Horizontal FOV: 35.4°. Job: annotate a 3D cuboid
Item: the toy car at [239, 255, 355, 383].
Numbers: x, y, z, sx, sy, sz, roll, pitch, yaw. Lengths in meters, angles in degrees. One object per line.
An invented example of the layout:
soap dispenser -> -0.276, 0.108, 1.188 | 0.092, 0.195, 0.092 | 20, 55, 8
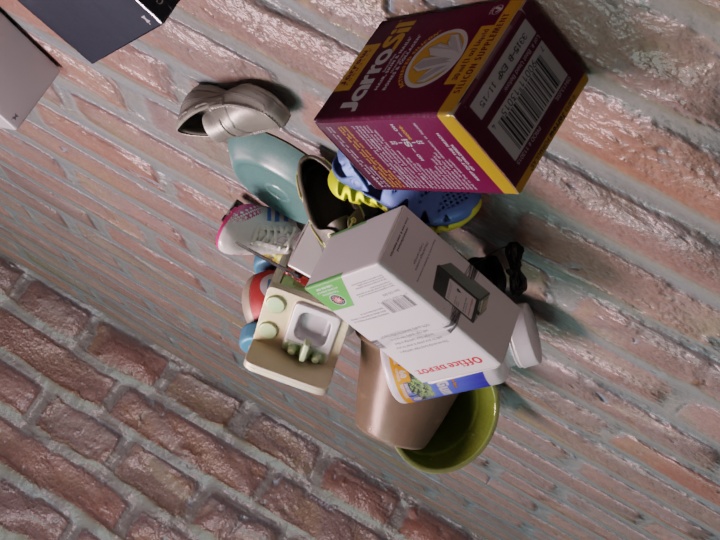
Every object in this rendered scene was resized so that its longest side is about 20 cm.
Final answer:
toy car -> -0.074, 0.059, 1.846 | 0.198, 0.186, 0.177 | -13, 140, 25

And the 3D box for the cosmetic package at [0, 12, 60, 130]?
cosmetic package -> -0.591, -0.323, 1.674 | 0.199, 0.124, 0.199 | 16, 157, 46

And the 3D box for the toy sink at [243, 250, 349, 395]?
toy sink -> -0.078, 0.064, 1.649 | 0.129, 0.201, 0.113 | 19, 122, 0

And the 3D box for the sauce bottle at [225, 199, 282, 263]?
sauce bottle -> -0.122, -0.037, 1.754 | 0.199, 0.066, 0.066 | 33, 163, -8

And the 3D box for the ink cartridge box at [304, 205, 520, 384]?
ink cartridge box -> 0.061, 0.033, 1.284 | 0.200, 0.085, 0.145 | 40, 147, -24

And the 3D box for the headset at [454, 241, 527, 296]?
headset -> 0.130, 0.023, 1.377 | 0.123, 0.095, 0.200 | 9, 151, -33

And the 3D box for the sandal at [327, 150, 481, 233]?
sandal -> 0.043, -0.104, 1.263 | 0.198, 0.080, 0.088 | 18, 143, 25

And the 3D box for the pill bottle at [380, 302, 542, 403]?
pill bottle -> 0.135, 0.104, 1.499 | 0.198, 0.113, 0.112 | -14, 144, 18

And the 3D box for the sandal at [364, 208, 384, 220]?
sandal -> 0.049, -0.058, 1.429 | 0.076, 0.043, 0.200 | 30, 168, -22

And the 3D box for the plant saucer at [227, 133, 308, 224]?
plant saucer -> -0.106, -0.119, 1.547 | 0.199, 0.036, 0.200 | 29, 163, 9

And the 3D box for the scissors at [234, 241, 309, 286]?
scissors -> -0.081, 0.007, 1.476 | 0.073, 0.014, 0.200 | 34, -179, 40

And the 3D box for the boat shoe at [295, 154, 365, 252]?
boat shoe -> -0.026, -0.054, 1.390 | 0.203, 0.072, 0.060 | 63, -175, 22

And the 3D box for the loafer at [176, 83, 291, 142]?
loafer -> -0.159, -0.187, 1.386 | 0.199, 0.070, 0.070 | 10, 153, 51

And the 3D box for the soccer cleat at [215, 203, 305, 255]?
soccer cleat -> -0.131, -0.055, 1.608 | 0.086, 0.070, 0.200 | 24, -162, 17

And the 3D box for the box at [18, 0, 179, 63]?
box -> -0.187, -0.291, 0.953 | 0.104, 0.183, 0.199 | 39, 161, -23

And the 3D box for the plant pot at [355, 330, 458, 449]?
plant pot -> 0.072, 0.165, 1.681 | 0.198, 0.176, 0.200 | 17, -173, -2

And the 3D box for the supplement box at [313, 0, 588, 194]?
supplement box -> 0.075, -0.148, 0.983 | 0.103, 0.132, 0.199 | 43, 159, -30

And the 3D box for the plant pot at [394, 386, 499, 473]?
plant pot -> 0.105, 0.215, 1.906 | 0.200, 0.201, 0.190 | 39, 175, -23

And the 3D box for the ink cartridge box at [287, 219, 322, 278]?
ink cartridge box -> 0.000, 0.000, 1.523 | 0.145, 0.085, 0.200 | 29, -179, 12
